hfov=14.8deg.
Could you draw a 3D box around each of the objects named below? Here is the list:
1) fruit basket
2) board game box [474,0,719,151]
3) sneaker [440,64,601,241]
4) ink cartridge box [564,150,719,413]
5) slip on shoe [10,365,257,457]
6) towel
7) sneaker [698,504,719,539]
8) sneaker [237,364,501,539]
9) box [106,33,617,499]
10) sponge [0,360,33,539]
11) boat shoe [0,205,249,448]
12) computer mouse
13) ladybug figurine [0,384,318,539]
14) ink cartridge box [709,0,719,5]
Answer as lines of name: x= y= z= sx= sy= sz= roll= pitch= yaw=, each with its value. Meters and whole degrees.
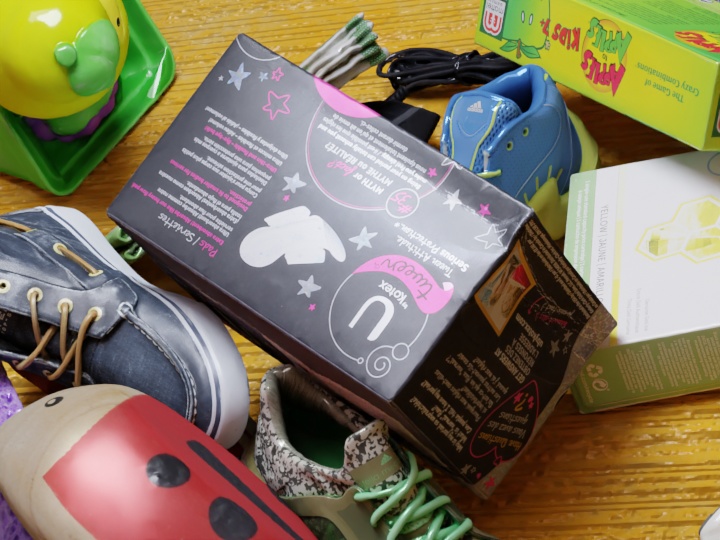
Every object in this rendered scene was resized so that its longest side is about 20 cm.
fruit basket: x=-0.189 y=-0.151 z=1.615 sx=0.215 sy=0.216 sz=0.156 roll=10 pitch=47 yaw=35
board game box: x=0.160 y=-0.115 z=1.464 sx=0.101 sy=0.048 sz=0.200 roll=-4 pitch=21 yaw=-33
sneaker: x=0.048 y=-0.031 z=1.432 sx=0.075 sy=0.105 sz=0.200 roll=11 pitch=47 yaw=36
ink cartridge box: x=0.201 y=-0.006 z=1.376 sx=0.199 sy=0.048 sz=0.146 roll=-11 pitch=37 yaw=17
slip on shoe: x=-0.128 y=0.070 z=1.425 sx=0.061 sy=0.074 sz=0.200 roll=-42 pitch=46 yaw=-21
towel: x=-0.079 y=-0.056 z=1.539 sx=0.200 sy=0.031 sz=0.149 roll=-43 pitch=4 yaw=-23
sneaker: x=0.239 y=0.104 z=1.214 sx=0.200 sy=0.077 sz=0.085 roll=-39 pitch=51 yaw=-11
sneaker: x=0.012 y=0.111 z=1.265 sx=0.200 sy=0.089 sz=0.077 roll=33 pitch=61 yaw=31
box: x=0.000 y=0.000 z=1.325 sx=0.200 sy=0.132 sz=0.115 roll=34 pitch=82 yaw=34
sponge: x=-0.197 y=0.086 z=1.402 sx=0.030 sy=0.112 sz=0.200 roll=-7 pitch=33 yaw=-19
boat shoe: x=-0.141 y=0.032 z=1.347 sx=0.091 sy=0.071 sz=0.200 roll=-5 pitch=29 yaw=-39
computer mouse: x=0.026 y=-0.064 z=1.533 sx=0.140 sy=0.046 sz=0.200 roll=0 pitch=31 yaw=40
ladybug figurine: x=-0.078 y=0.121 z=1.249 sx=0.200 sy=0.136 sz=0.072 roll=40 pitch=101 yaw=10
ink cartridge box: x=0.286 y=-0.147 z=1.482 sx=0.136 sy=0.077 sz=0.200 roll=-34 pitch=37 yaw=-19
